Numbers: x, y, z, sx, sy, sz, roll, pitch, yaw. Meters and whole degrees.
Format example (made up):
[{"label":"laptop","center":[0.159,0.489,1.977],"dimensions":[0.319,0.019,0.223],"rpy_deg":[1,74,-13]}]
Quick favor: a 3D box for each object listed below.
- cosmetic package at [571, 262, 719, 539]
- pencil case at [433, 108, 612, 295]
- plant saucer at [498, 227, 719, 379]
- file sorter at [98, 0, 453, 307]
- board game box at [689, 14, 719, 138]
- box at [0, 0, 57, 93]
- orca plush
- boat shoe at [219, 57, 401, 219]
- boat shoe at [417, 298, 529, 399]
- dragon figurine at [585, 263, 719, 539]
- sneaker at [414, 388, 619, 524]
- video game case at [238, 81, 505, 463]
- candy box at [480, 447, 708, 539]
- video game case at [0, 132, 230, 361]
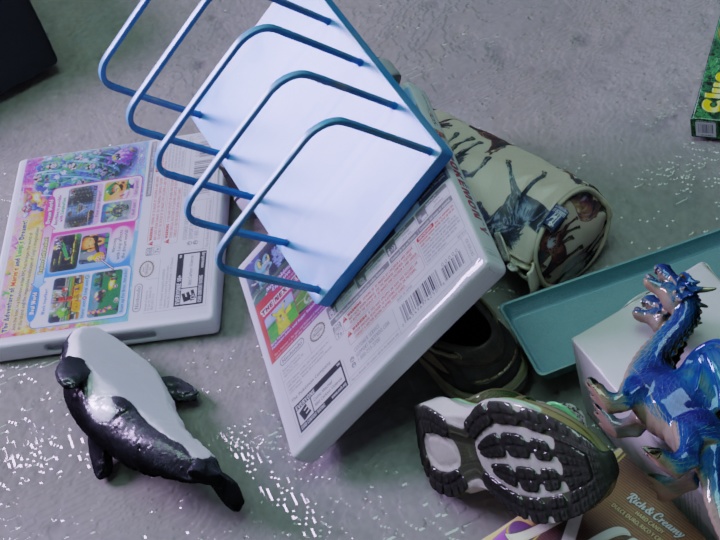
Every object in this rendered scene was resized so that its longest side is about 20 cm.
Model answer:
[{"label":"cosmetic package","center":[0.228,0.102,0.980],"dimensions":[0.107,0.085,0.200],"rpy_deg":[-28,47,-8]},{"label":"pencil case","center":[0.081,-0.059,1.169],"dimensions":[0.199,0.078,0.089],"rpy_deg":[31,49,34]},{"label":"plant saucer","center":[0.198,0.020,1.093],"dimensions":[0.199,0.019,0.070],"rpy_deg":[-18,47,-11]},{"label":"file sorter","center":[-0.066,-0.101,1.061],"dimensions":[0.139,0.122,0.200],"rpy_deg":[-50,55,22]},{"label":"board game box","center":[0.326,-0.175,1.242],"dimensions":[0.104,0.024,0.201],"rpy_deg":[9,52,20]},{"label":"box","center":[-0.406,-0.225,1.420],"dimensions":[0.199,0.124,0.199],"rpy_deg":[-30,47,-10]},{"label":"orca plush","center":[-0.155,0.116,1.107],"dimensions":[0.199,0.072,0.105],"rpy_deg":[32,19,31]},{"label":"boat shoe","center":[-0.045,-0.111,1.178],"dimensions":[0.073,0.199,0.068],"rpy_deg":[-32,85,-36]},{"label":"boat shoe","center":[0.040,0.016,1.116],"dimensions":[0.074,0.074,0.200],"rpy_deg":[-40,51,-20]},{"label":"dragon figurine","center":[0.197,0.079,0.913],"dimensions":[0.099,0.059,0.200],"rpy_deg":[-32,48,-6]},{"label":"sneaker","center":[0.108,0.098,0.984],"dimensions":[0.088,0.077,0.200],"rpy_deg":[-20,10,-24]},{"label":"video game case","center":[0.000,0.000,1.083],"dimensions":[0.200,0.023,0.183],"rpy_deg":[-47,42,26]},{"label":"candy box","center":[0.167,0.209,0.923],"dimensions":[0.116,0.057,0.200],"rpy_deg":[-31,50,-12]},{"label":"video game case","center":[-0.192,-0.023,1.251],"dimensions":[0.181,0.024,0.201],"rpy_deg":[-8,49,9]}]
